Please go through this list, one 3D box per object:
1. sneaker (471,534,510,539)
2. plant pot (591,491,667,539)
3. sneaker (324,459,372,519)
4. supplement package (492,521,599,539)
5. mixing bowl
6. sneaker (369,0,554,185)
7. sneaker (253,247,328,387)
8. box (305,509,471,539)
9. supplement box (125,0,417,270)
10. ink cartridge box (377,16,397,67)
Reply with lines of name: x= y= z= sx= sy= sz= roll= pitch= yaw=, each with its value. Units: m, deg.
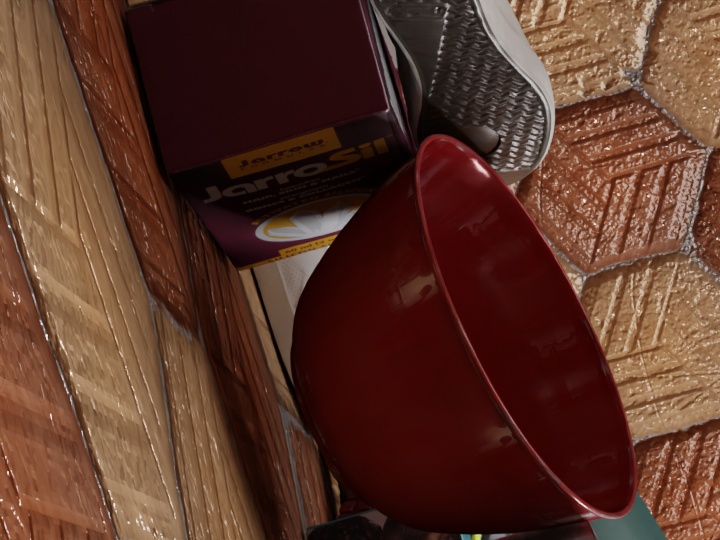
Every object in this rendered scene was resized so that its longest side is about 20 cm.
sneaker: x=0.078 y=0.216 z=1.588 sx=0.074 sy=0.080 sz=0.201 roll=119 pitch=-13 yaw=-60
plant pot: x=0.098 y=0.183 z=1.732 sx=0.162 sy=0.200 sz=0.201 roll=64 pitch=1 yaw=10
sneaker: x=0.027 y=0.157 z=1.561 sx=0.200 sy=0.077 sz=0.083 roll=-100 pitch=174 yaw=-61
supplement package: x=0.065 y=0.236 z=1.186 sx=0.191 sy=0.146 sz=0.201 roll=-36 pitch=110 yaw=-87
mixing bowl: x=0.036 y=0.047 z=1.254 sx=0.200 sy=0.108 sz=0.201 roll=51 pitch=22 yaw=-31
sneaker: x=0.047 y=-0.120 z=1.278 sx=0.200 sy=0.072 sz=0.085 roll=68 pitch=10 yaw=-52
sneaker: x=0.000 y=0.000 z=1.515 sx=0.074 sy=0.115 sz=0.201 roll=-104 pitch=179 yaw=-57
box: x=0.035 y=0.219 z=1.346 sx=0.049 sy=0.082 sz=0.201 roll=65 pitch=10 yaw=-67
supplement box: x=-0.035 y=-0.074 z=1.285 sx=0.200 sy=0.110 sz=0.086 roll=61 pitch=14 yaw=-75
ink cartridge box: x=-0.047 y=-0.235 z=1.790 sx=0.201 sy=0.083 sz=0.145 roll=60 pitch=10 yaw=-28
